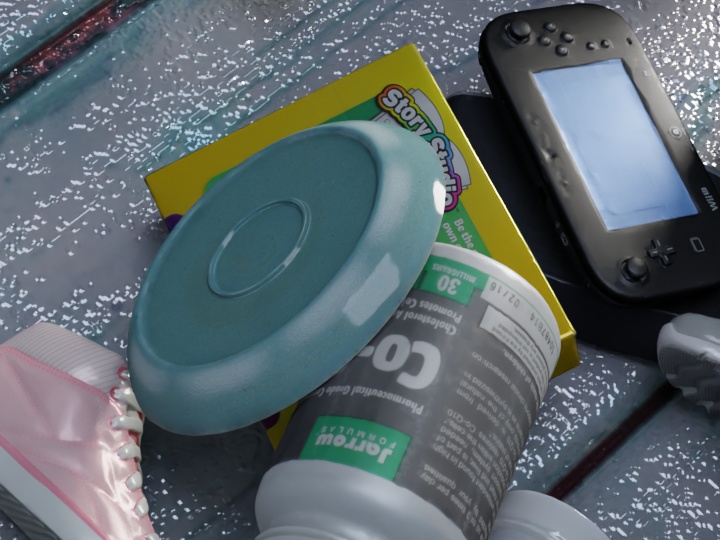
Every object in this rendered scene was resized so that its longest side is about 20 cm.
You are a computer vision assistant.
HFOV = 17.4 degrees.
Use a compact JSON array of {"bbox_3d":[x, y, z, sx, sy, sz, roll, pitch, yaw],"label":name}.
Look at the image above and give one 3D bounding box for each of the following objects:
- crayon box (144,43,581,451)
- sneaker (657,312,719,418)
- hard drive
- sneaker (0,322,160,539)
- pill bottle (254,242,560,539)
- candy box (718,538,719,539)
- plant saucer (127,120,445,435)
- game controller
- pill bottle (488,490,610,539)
[{"bbox_3d":[0.000,0.000,1.294,0.172,0.058,0.201,-26,67,-4],"label":"crayon box"},{"bbox_3d":[0.259,0.048,1.330,0.199,0.075,0.083,13,70,-16],"label":"sneaker"},{"bbox_3d":[0.128,-0.029,1.371,0.199,0.042,0.136,19,58,1],"label":"hard drive"},{"bbox_3d":[-0.132,0.105,1.224,0.105,0.076,0.200,-39,69,-22],"label":"sneaker"},{"bbox_3d":[0.016,0.095,1.140,0.112,0.113,0.201,22,58,3],"label":"pill bottle"},{"bbox_3d":[0.242,0.179,1.229,0.199,0.057,0.116,-29,48,-32],"label":"candy box"},{"bbox_3d":[-0.046,-0.005,1.194,0.027,0.199,0.201,47,53,-31],"label":"plant saucer"},{"bbox_3d":[0.143,-0.068,1.347,0.104,0.042,0.201,-15,65,-18],"label":"game controller"},{"bbox_3d":[0.050,0.209,1.177,0.112,0.112,0.200,34,59,10],"label":"pill bottle"}]
